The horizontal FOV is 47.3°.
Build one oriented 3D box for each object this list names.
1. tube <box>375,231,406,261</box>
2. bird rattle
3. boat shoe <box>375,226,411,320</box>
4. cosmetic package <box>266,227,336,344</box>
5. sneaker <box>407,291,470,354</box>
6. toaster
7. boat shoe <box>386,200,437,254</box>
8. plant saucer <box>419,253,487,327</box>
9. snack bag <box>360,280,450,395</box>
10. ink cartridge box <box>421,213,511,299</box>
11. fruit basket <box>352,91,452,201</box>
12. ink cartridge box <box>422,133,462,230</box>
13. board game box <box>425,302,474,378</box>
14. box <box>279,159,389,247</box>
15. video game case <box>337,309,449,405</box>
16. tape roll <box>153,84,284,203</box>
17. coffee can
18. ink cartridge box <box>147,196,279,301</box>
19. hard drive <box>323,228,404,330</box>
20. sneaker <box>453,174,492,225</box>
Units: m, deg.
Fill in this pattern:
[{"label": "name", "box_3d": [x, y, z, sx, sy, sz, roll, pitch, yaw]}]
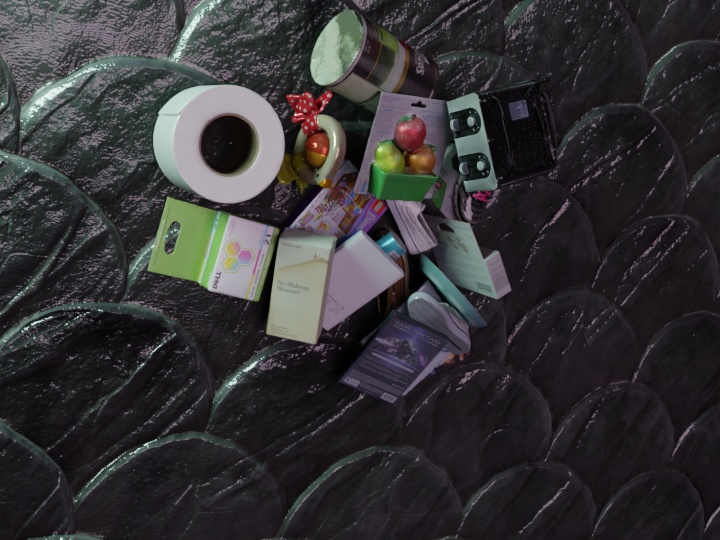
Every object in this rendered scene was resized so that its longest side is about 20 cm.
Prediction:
[{"label": "tube", "box_3d": [0.000, 0.000, 1.652, 0.200, 0.050, 0.077, -37, 112, 13]}, {"label": "bird rattle", "box_3d": [-0.080, -0.235, 1.535, 0.113, 0.163, 0.200, 17, 102, -47]}, {"label": "boat shoe", "box_3d": [0.057, 0.011, 1.698, 0.068, 0.072, 0.200, -21, 109, -23]}, {"label": "cosmetic package", "box_3d": [-0.113, 0.029, 1.568, 0.103, 0.073, 0.200, 10, 113, 4]}, {"label": "sneaker", "box_3d": [0.159, 0.097, 1.691, 0.073, 0.071, 0.200, -23, 131, 24]}, {"label": "toaster", "box_3d": [0.269, -0.255, 1.539, 0.200, 0.119, 0.181, -19, 101, -31]}, {"label": "boat shoe", "box_3d": [0.100, -0.129, 1.681, 0.065, 0.074, 0.200, -18, 118, 17]}, {"label": "plant saucer", "box_3d": [0.185, 0.048, 1.704, 0.027, 0.200, 0.200, -42, 117, 0]}, {"label": "snack bag", "box_3d": [0.115, 0.147, 1.735, 0.200, 0.021, 0.189, -42, 122, -10]}, {"label": "ink cartridge box", "box_3d": [0.211, -0.042, 1.694, 0.045, 0.200, 0.176, -31, 113, -19]}, {"label": "fruit basket", "box_3d": [0.085, -0.233, 1.557, 0.185, 0.094, 0.200, -1, 114, -33]}, {"label": "ink cartridge box", "box_3d": [0.205, -0.206, 1.723, 0.200, 0.083, 0.147, -50, 118, -11]}, {"label": "board game box", "box_3d": [0.150, 0.159, 1.799, 0.200, 0.035, 0.136, -21, 110, -22]}, {"label": "box", "box_3d": [-0.053, -0.103, 1.635, 0.200, 0.039, 0.137, -49, 118, -10]}, {"label": "video game case", "box_3d": [0.067, 0.181, 1.681, 0.143, 0.019, 0.200, 27, 115, -24]}, {"label": "tape roll", "box_3d": [-0.251, -0.225, 1.451, 0.202, 0.139, 0.203, -6, 103, -26]}, {"label": "coffee can", "box_3d": [0.028, -0.374, 1.542, 0.200, 0.146, 0.147, 20, 91, -39]}, {"label": "ink cartridge box", "box_3d": [-0.270, -0.037, 1.515, 0.200, 0.076, 0.148, 14, 94, -30]}, {"label": "hard drive", "box_3d": [-0.032, 0.022, 1.624, 0.200, 0.025, 0.132, -36, 119, 18]}, {"label": "sneaker", "box_3d": [0.252, -0.184, 1.654, 0.074, 0.087, 0.200, 19, 91, -30]}]
